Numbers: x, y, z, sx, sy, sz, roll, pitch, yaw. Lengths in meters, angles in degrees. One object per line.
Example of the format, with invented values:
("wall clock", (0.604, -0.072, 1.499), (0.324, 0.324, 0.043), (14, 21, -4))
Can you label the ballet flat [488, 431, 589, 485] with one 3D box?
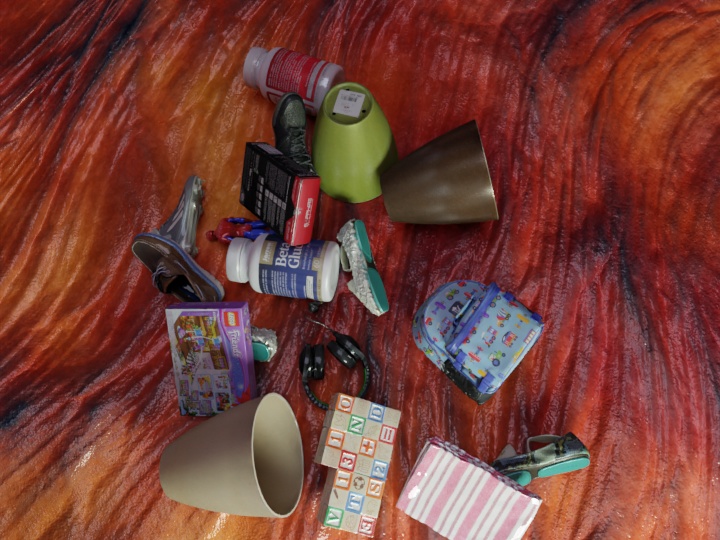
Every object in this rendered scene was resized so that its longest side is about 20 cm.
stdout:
("ballet flat", (0.278, 0.318, 0.947), (0.197, 0.074, 0.075), (-15, 70, -1))

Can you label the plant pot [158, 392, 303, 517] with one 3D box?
("plant pot", (-0.219, 0.313, 0.927), (0.197, 0.187, 0.190), (-13, 69, 14))

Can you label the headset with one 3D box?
("headset", (-0.057, 0.154, 1.030), (0.122, 0.094, 0.203), (-19, 85, -8))

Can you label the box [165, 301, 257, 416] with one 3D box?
("box", (-0.255, 0.155, 0.986), (0.134, 0.039, 0.204), (0, 105, 7))

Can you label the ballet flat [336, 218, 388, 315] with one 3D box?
("ballet flat", (0.000, 0.000, 1.080), (0.071, 0.072, 0.203), (-14, 68, -2))

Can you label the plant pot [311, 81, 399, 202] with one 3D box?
("plant pot", (-0.018, -0.261, 1.094), (0.184, 0.200, 0.190), (-1, 70, 3))

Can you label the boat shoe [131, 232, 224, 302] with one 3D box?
("boat shoe", (-0.347, 0.004, 1.053), (0.199, 0.073, 0.073), (34, 118, -3))

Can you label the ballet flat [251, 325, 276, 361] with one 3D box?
("ballet flat", (-0.246, 0.124, 1.043), (0.196, 0.072, 0.073), (9, 71, 5))

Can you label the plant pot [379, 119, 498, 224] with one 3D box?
("plant pot", (0.143, -0.163, 1.076), (0.197, 0.187, 0.190), (-14, 69, 13))

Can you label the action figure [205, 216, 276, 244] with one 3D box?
("action figure", (-0.213, -0.077, 1.122), (0.196, 0.052, 0.066), (-3, 64, 8))

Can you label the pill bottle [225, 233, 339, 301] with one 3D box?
("pill bottle", (-0.144, -0.009, 1.058), (0.196, 0.111, 0.113), (7, 71, 6))

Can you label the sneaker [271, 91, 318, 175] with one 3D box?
("sneaker", (-0.122, -0.232, 1.090), (0.075, 0.202, 0.114), (-9, 33, -37))

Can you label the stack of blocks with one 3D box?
("stack of blocks", (-0.015, 0.318, 0.941), (0.113, 0.059, 0.203), (18, 73, -12))

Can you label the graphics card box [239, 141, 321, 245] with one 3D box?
("graphics card box", (-0.153, -0.146, 1.045), (0.050, 0.127, 0.199), (-11, 33, -39))

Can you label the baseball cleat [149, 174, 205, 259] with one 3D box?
("baseball cleat", (-0.368, -0.098, 1.127), (0.104, 0.070, 0.203), (0, 70, 3))

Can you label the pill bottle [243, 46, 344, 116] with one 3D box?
("pill bottle", (-0.141, -0.401, 1.198), (0.197, 0.113, 0.114), (21, 73, 10))

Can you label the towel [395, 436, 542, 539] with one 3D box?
("towel", (0.169, 0.374, 0.909), (0.198, 0.030, 0.148), (27, 107, 13))

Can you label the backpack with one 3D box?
("backpack", (0.193, 0.100, 0.988), (0.200, 0.135, 0.183), (41, 77, 19))
